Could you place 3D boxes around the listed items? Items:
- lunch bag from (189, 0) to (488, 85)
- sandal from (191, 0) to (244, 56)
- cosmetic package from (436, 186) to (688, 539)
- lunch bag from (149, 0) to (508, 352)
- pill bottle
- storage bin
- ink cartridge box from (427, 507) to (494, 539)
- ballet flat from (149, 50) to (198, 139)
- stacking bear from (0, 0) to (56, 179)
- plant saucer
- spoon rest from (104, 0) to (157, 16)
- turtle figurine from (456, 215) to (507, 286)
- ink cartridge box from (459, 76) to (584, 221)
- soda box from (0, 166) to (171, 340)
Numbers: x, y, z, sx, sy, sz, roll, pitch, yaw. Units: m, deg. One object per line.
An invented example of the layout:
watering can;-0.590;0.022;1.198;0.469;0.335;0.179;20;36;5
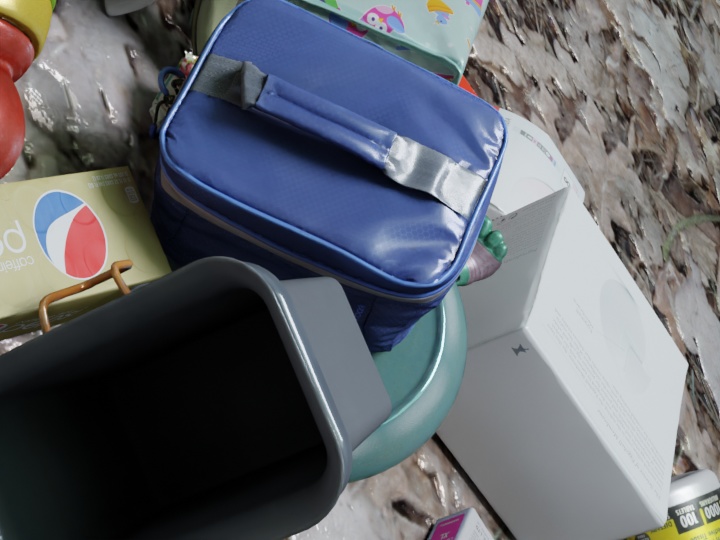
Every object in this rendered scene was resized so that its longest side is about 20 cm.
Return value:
lunch bag;-0.016;-0.188;0.999;0.199;0.122;0.171;22;42;-1
sandal;-0.063;-0.196;0.844;0.080;0.201;0.057;-23;53;-26
cosmetic package;0.150;0.081;1.061;0.200;0.123;0.200;54;32;-18
lunch bag;-0.025;-0.060;0.759;0.199;0.132;0.136;25;64;-2
pill bottle;0.276;0.276;1.122;0.112;0.112;0.201;-4;72;-57
storage bin;-0.089;0.066;0.666;0.146;0.199;0.134;66;20;3
ink cartridge box;0.064;0.264;0.886;0.120;0.042;0.200;57;30;-13
ballet flat;-0.039;-0.100;0.890;0.199;0.064;0.076;6;26;-28
stacking bear;-0.213;-0.137;0.696;0.113;0.121;0.201;13;67;-44
plant saucer;-0.028;0.028;0.809;0.199;0.027;0.201;5;67;-11
spoon rest;-0.136;-0.211;0.791;0.200;0.060;0.100;105;-21;-78
turtle figurine;0.000;0.000;0.917;0.200;0.101;0.150;-26;72;-41
ink cartridge box;0.127;-0.098;1.224;0.200;0.057;0.163;57;32;-22
soda box;-0.188;-0.001;0.672;0.200;0.064;0.068;-17;83;-59
